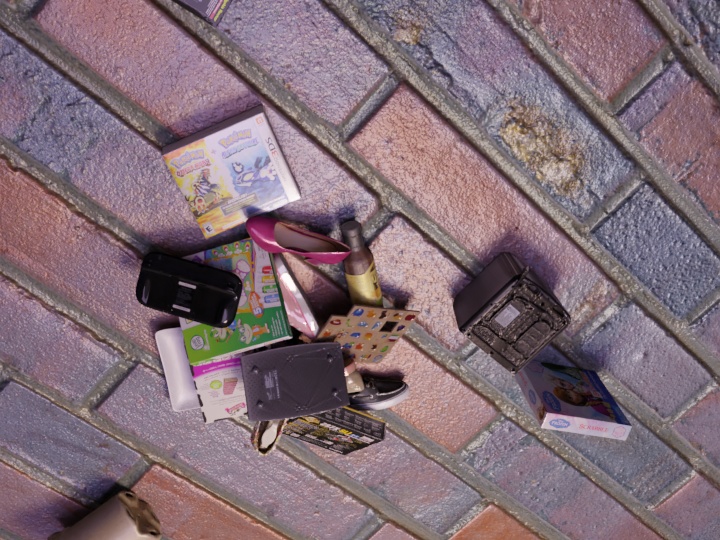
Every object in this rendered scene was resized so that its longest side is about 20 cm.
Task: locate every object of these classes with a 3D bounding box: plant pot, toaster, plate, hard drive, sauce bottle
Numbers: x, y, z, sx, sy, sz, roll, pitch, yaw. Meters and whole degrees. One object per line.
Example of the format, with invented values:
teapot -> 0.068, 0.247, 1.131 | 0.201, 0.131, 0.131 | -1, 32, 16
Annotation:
plant pot -> -0.533, 0.582, 1.903 | 0.183, 0.201, 0.201 | -42, 118, 1
toaster -> 0.309, 0.081, 1.802 | 0.180, 0.119, 0.200 | 36, 108, -26
plate -> -0.299, 0.184, 1.801 | 0.197, 0.032, 0.202 | -9, 120, -5
hard drive -> -0.128, 0.214, 1.713 | 0.198, 0.042, 0.136 | -7, 82, -15
sauce bottle -> 0.000, 0.000, 1.733 | 0.064, 0.065, 0.202 | -14, 122, -2

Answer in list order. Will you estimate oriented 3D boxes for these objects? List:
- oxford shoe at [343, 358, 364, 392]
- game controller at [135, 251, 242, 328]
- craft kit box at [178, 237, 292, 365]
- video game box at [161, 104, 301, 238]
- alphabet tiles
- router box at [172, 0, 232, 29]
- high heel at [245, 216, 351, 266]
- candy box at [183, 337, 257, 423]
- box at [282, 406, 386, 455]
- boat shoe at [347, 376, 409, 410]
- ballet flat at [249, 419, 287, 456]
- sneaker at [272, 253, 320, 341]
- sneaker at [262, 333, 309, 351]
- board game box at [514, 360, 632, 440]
oxford shoe -> -0.083, 0.246, 1.820 | 0.199, 0.071, 0.074 | -22, 104, 31
game controller -> -0.318, 0.036, 1.637 | 0.198, 0.042, 0.105 | 16, 99, 9
craft kit box -> -0.245, 0.054, 1.661 | 0.196, 0.049, 0.202 | -17, 82, 7
video game box -> -0.230, -0.176, 1.608 | 0.198, 0.047, 0.183 | -23, 118, 3
alphabet tiles -> 0.001, 0.129, 1.779 | 0.198, 0.008, 0.168 | 8, 133, -36
router box -> -0.244, -0.512, 1.409 | 0.149, 0.062, 0.201 | 29, 110, -22
high heel -> -0.114, -0.059, 1.642 | 0.199, 0.068, 0.095 | 31, 147, -35
candy box -> -0.264, 0.196, 1.759 | 0.135, 0.061, 0.202 | -11, 120, -6
box -> -0.070, 0.323, 1.858 | 0.199, 0.050, 0.159 | 24, 146, -24
boat shoe -> 0.005, 0.257, 1.876 | 0.198, 0.069, 0.057 | -10, 120, -2
ballet flat -> -0.163, 0.280, 1.755 | 0.075, 0.064, 0.202 | 16, 104, -10
sneaker -> -0.155, 0.069, 1.737 | 0.104, 0.075, 0.201 | -28, 112, 1
sneaker -> -0.149, 0.153, 1.783 | 0.090, 0.067, 0.201 | -24, 137, -7
board game box -> 0.444, 0.271, 1.884 | 0.197, 0.200, 0.041 | 10, 115, -16
